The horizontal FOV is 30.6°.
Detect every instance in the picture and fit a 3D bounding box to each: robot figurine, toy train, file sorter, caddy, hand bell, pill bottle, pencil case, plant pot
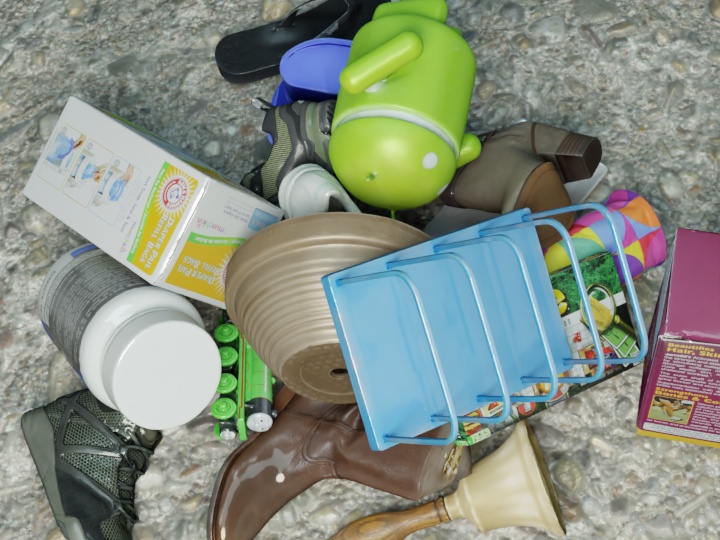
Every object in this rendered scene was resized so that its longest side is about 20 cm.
[{"bbox_3d":[0.037,-0.142,1.159,0.115,0.176,0.201,0,61,24],"label":"robot figurine"},{"bbox_3d":[-0.104,0.072,1.192,0.056,0.042,0.201,-3,44,-1],"label":"toy train"},{"bbox_3d":[0.099,0.039,0.999,0.199,0.123,0.139,-19,95,-30],"label":"file sorter"},{"bbox_3d":[0.001,-0.149,1.296,0.199,0.105,0.142,11,85,11],"label":"caddy"},{"bbox_3d":[0.064,0.206,1.116,0.199,0.104,0.105,-21,60,9],"label":"hand bell"},{"bbox_3d":[-0.201,0.056,1.147,0.114,0.114,0.200,-35,31,-14],"label":"pill bottle"},{"bbox_3d":[0.180,0.000,1.193,0.199,0.089,0.089,-25,61,-18],"label":"pencil case"},{"bbox_3d":[-0.015,0.047,1.097,0.200,0.201,0.093,-3,55,4],"label":"plant pot"}]

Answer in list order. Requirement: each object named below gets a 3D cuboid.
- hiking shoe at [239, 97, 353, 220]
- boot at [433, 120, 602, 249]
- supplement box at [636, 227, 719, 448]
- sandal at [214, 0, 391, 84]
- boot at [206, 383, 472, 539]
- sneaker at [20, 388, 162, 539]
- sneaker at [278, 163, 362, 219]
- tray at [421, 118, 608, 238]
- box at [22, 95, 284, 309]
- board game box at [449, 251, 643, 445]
[{"bbox_3d":[-0.060,-0.063,1.231,0.100,0.076,0.201,8,106,21],"label":"hiking shoe"},{"bbox_3d":[0.126,-0.074,1.202,0.146,0.071,0.200,1,30,38],"label":"boot"},{"bbox_3d":[0.305,0.064,1.090,0.130,0.200,0.104,9,62,9],"label":"supplement box"},{"bbox_3d":[-0.057,-0.250,1.390,0.199,0.043,0.076,-22,61,-7],"label":"sandal"},{"bbox_3d":[-0.015,0.177,1.100,0.199,0.064,0.187,7,57,34],"label":"boot"},{"bbox_3d":[-0.213,0.182,1.146,0.114,0.076,0.200,-28,57,-3],"label":"sneaker"},{"bbox_3d":[0.000,0.000,1.160,0.075,0.200,0.088,-41,28,-12],"label":"sneaker"},{"bbox_3d":[0.140,-0.052,1.273,0.107,0.022,0.200,34,69,21],"label":"tray"},{"bbox_3d":[-0.183,-0.060,1.163,0.200,0.112,0.102,31,95,36],"label":"box"},{"bbox_3d":[0.148,0.062,1.106,0.199,0.023,0.105,-21,94,-30],"label":"board game box"}]
